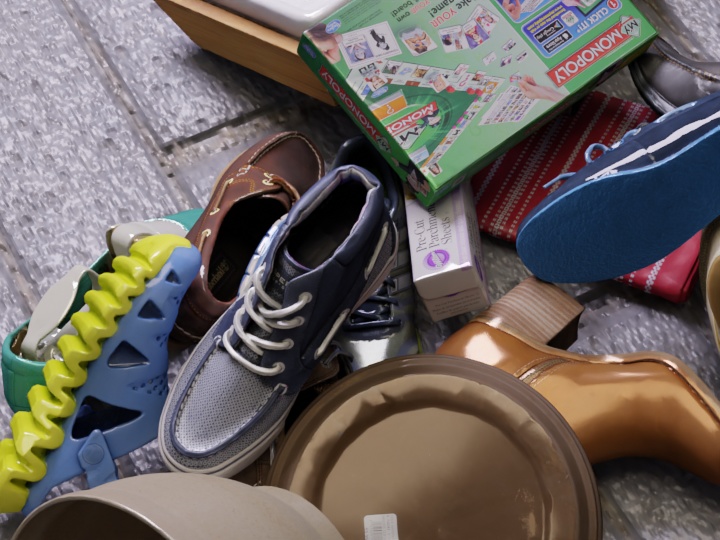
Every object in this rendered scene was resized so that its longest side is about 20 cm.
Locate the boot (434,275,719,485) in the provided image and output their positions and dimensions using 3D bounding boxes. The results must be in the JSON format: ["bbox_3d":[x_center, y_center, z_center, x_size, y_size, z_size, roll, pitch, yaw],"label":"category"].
[{"bbox_3d":[0.120,0.104,1.268,0.200,0.077,0.155,38,66,21],"label":"boot"}]

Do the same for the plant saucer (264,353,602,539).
[{"bbox_3d":[0.041,0.145,1.217,0.199,0.029,0.201,0,79,1],"label":"plant saucer"}]

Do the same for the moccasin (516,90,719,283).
[{"bbox_3d":[0.189,-0.055,1.304,0.199,0.081,0.068,-25,25,14],"label":"moccasin"}]

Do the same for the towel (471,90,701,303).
[{"bbox_3d":[0.153,-0.061,1.424,0.199,0.023,0.145,20,56,18],"label":"towel"}]

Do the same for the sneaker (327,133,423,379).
[{"bbox_3d":[0.000,0.000,1.346,0.074,0.081,0.201,-7,54,-2],"label":"sneaker"}]

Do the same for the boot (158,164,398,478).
[{"bbox_3d":[-0.053,0.028,1.216,0.073,0.090,0.200,32,77,15],"label":"boot"}]

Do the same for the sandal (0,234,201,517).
[{"bbox_3d":[-0.146,0.071,1.269,0.087,0.200,0.080,29,10,-14],"label":"sandal"}]

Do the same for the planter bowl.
[{"bbox_3d":[-0.080,0.194,1.150,0.200,0.201,0.135,37,37,27],"label":"planter bowl"}]

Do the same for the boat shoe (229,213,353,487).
[{"bbox_3d":[-0.042,0.064,1.288,0.072,0.072,0.201,10,76,19],"label":"boat shoe"}]

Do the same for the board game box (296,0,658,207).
[{"bbox_3d":[0.077,-0.147,1.367,0.200,0.029,0.135,-35,80,-23],"label":"board game box"}]

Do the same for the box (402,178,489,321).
[{"bbox_3d":[0.051,-0.052,1.374,0.041,0.039,0.200,-16,41,12],"label":"box"}]

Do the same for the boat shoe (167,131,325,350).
[{"bbox_3d":[-0.068,-0.026,1.355,0.070,0.070,0.200,43,45,-13],"label":"boat shoe"}]

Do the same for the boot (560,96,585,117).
[{"bbox_3d":[0.131,-0.189,1.477,0.097,0.075,0.200,17,41,10],"label":"boot"}]

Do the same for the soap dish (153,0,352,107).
[{"bbox_3d":[-0.030,-0.197,1.470,0.157,0.081,0.200,-37,40,-23],"label":"soap dish"}]

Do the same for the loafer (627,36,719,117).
[{"bbox_3d":[0.243,-0.105,1.371,0.072,0.073,0.200,-53,44,15],"label":"loafer"}]

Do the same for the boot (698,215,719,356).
[{"bbox_3d":[0.256,0.061,1.283,0.073,0.201,0.155,-23,10,9],"label":"boot"}]

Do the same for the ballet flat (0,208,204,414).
[{"bbox_3d":[-0.155,0.013,1.351,0.067,0.071,0.200,25,57,28],"label":"ballet flat"}]
